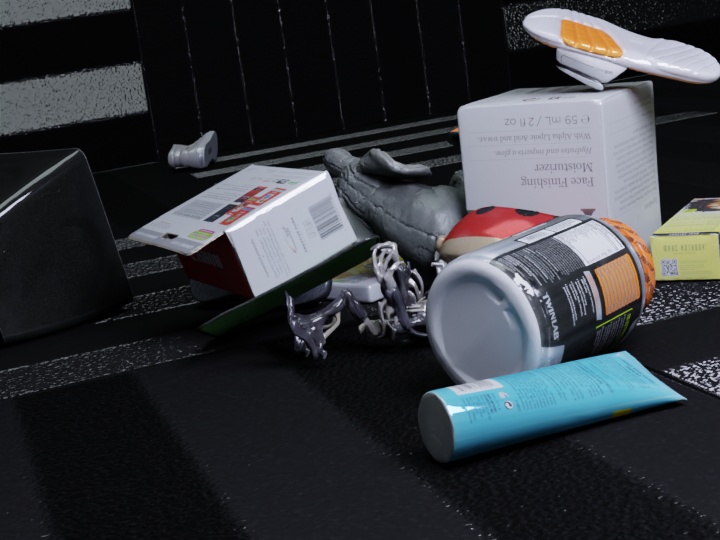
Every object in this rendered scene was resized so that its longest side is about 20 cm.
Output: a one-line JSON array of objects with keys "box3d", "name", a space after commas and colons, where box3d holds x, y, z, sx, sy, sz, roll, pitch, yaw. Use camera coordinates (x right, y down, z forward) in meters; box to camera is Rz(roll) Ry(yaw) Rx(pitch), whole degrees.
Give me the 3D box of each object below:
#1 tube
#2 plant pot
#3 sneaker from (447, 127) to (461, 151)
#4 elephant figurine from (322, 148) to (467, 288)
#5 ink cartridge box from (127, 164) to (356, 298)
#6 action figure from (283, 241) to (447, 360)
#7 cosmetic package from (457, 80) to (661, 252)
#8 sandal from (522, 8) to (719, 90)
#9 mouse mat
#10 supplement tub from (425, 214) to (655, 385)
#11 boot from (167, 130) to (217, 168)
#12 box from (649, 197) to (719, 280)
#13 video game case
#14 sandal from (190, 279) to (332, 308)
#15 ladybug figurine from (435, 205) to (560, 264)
[{"box3d": [0.139, 0.094, 0.965, 0.198, 0.051, 0.077, -10, 34, -25], "name": "tube"}, {"box3d": [-0.422, -0.013, 1.556, 0.198, 0.202, 0.177, 1, 28, 37], "name": "plant pot"}, {"box3d": [0.168, -0.098, 1.594, 0.089, 0.202, 0.070, -13, -28, -12], "name": "sneaker"}, {"box3d": [0.026, -0.073, 1.453, 0.198, 0.142, 0.156, 28, -27, 5], "name": "elephant figurine"}, {"box3d": [-0.131, -0.035, 1.399, 0.175, 0.085, 0.199, -31, 19, -21], "name": "ink cartridge box"}, {"box3d": [0.027, 0.024, 1.244, 0.197, 0.103, 0.119, -11, 0, -4], "name": "action figure"}, {"box3d": [0.215, -0.088, 1.393, 0.163, 0.203, 0.165, 0, 13, 31], "name": "cosmetic package"}, {"box3d": [0.257, -0.207, 1.326, 0.204, 0.060, 0.079, 19, 36, 12], "name": "sandal"}, {"box3d": [-0.069, 0.018, 1.321, 0.198, 0.008, 0.161, -26, -6, -2], "name": "mouse mat"}, {"box3d": [0.156, 0.024, 1.093, 0.122, 0.124, 0.199, 2, 15, 42], "name": "supplement tub"}, {"box3d": [-0.392, -0.282, 3.059, 0.094, 0.075, 0.200, 0, 13, 5], "name": "boot"}, {"box3d": [0.374, -0.038, 1.417, 0.074, 0.051, 0.200, -2, 14, 27], "name": "box"}, {"box3d": [0.000, 0.000, 1.567, 0.198, 0.023, 0.181, 3, 16, 44], "name": "video game case"}, {"box3d": [-0.109, 0.006, 1.512, 0.198, 0.077, 0.043, 1, -12, 36], "name": "sandal"}, {"box3d": [0.171, -0.015, 1.266, 0.197, 0.073, 0.136, 12, -6, 4], "name": "ladybug figurine"}]
